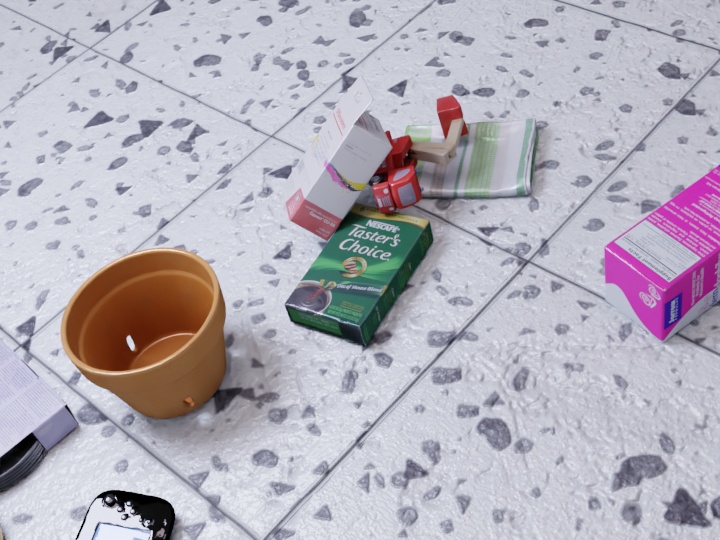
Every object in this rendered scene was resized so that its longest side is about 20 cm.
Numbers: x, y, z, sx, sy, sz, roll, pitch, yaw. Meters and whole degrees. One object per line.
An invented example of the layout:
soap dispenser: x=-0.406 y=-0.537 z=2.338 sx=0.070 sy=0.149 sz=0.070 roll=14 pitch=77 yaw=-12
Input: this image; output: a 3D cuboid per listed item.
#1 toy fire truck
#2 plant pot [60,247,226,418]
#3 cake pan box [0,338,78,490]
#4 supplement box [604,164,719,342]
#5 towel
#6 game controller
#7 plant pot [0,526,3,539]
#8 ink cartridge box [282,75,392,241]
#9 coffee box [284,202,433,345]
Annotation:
toy fire truck: x=0.083 y=-0.163 z=1.447 sx=0.141 sy=0.049 sz=0.200 roll=-14 pitch=37 yaw=9
plant pot: x=-0.253 y=0.091 z=1.292 sx=0.200 sy=0.140 sz=0.200 roll=-7 pitch=46 yaw=8
cake pan box: x=-0.484 y=0.195 z=1.321 sx=0.200 sy=0.052 sz=0.184 roll=31 pitch=64 yaw=36
supplement box: x=0.399 y=-0.023 z=1.247 sx=0.200 sy=0.101 sz=0.103 roll=-33 pitch=49 yaw=-14
towel: x=0.152 y=-0.164 z=1.494 sx=0.200 sy=0.031 sz=0.149 roll=1 pitch=48 yaw=16
game controller: x=-0.276 y=0.336 z=1.141 sx=0.104 sy=0.042 sz=0.200 roll=2 pitch=49 yaw=16
plant pot: x=-0.504 y=0.314 z=1.160 sx=0.200 sy=0.027 sz=0.200 roll=20 pitch=49 yaw=-25
ink cartridge box: x=-0.023 y=-0.155 z=1.414 sx=0.200 sy=0.067 sz=0.117 roll=-54 pitch=23 yaw=19
coffee box: x=0.000 y=0.000 z=1.373 sx=0.123 sy=0.044 sz=0.200 roll=16 pitch=54 yaw=28
